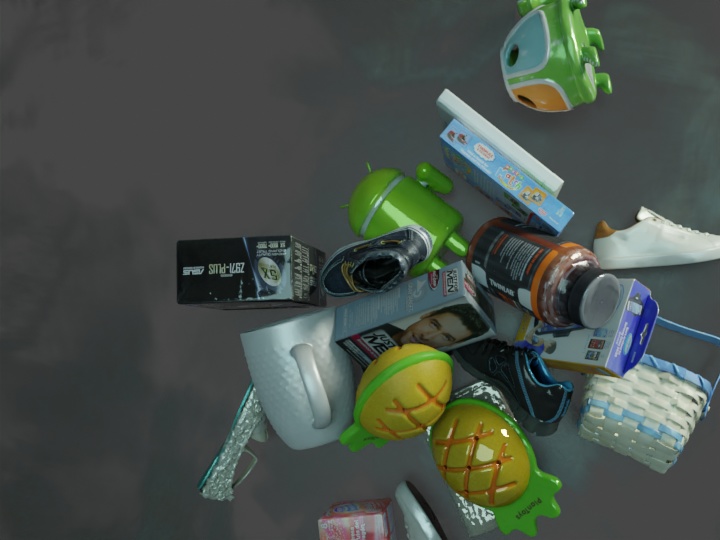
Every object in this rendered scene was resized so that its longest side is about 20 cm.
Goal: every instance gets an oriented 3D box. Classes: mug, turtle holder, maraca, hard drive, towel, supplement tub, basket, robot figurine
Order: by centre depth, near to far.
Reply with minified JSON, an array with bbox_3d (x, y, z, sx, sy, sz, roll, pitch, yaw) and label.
[{"bbox_3d":[0.233,0.006,0.984,0.199,0.106,0.108,31,93,53],"label":"supplement tub"},{"bbox_3d":[0.048,0.175,1.010,0.201,0.136,0.108,-60,42,35],"label":"maraca"},{"bbox_3d":[0.375,0.145,1.014,0.175,0.140,0.201,23,67,22],"label":"basket"},{"bbox_3d":[0.176,0.260,1.016,0.200,0.107,0.138,46,119,14],"label":"maraca"},{"bbox_3d":[0.261,-0.312,1.062,0.130,0.141,0.188,-14,93,26],"label":"turtle holder"},{"bbox_3d":[-0.074,0.154,1.063,0.146,0.200,0.178,-15,90,-11],"label":"mug"},{"bbox_3d":[0.193,-0.166,1.066,0.200,0.132,0.027,41,94,11],"label":"hard drive"},{"bbox_3d":[0.172,0.264,1.092,0.131,0.034,0.202,-25,83,9],"label":"towel"},{"bbox_3d":[0.066,-0.066,1.092,0.199,0.116,0.176,36,101,11],"label":"robot figurine"}]

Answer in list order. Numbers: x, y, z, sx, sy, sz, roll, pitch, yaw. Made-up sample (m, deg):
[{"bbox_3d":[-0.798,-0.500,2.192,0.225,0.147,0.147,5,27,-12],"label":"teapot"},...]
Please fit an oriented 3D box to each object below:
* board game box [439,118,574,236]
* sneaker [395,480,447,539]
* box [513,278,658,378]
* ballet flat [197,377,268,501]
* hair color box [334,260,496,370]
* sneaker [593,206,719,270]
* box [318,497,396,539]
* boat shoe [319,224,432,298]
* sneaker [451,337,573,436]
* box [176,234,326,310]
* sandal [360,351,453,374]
[{"bbox_3d":[0.197,-0.116,1.052,0.199,0.151,0.037,40,92,10],"label":"board game box"},{"bbox_3d":[0.086,0.400,1.070,0.084,0.073,0.202,-29,83,5],"label":"sneaker"},{"bbox_3d":[0.290,0.071,0.997,0.041,0.199,0.120,29,76,-24],"label":"box"},{"bbox_3d":[-0.176,0.257,1.148,0.071,0.072,0.202,29,97,11],"label":"ballet flat"},{"bbox_3d":[0.073,0.069,1.036,0.198,0.099,0.061,-22,44,25],"label":"hair color box"},{"bbox_3d":[0.421,-0.048,1.044,0.197,0.073,0.086,-4,88,12],"label":"sneaker"},{"bbox_3d":[0.006,0.435,1.077,0.093,0.103,0.203,-8,86,10],"label":"box"},{"bbox_3d":[0.000,0.000,1.034,0.199,0.091,0.071,-26,99,39],"label":"boat shoe"},{"bbox_3d":[0.202,0.124,1.025,0.200,0.073,0.083,43,126,30],"label":"sneaker"},{"bbox_3d":[-0.147,0.008,1.085,0.161,0.200,0.087,-2,84,10],"label":"box"},{"bbox_3d":[0.089,0.104,1.111,0.198,0.045,0.076,-30,80,8],"label":"sandal"}]
